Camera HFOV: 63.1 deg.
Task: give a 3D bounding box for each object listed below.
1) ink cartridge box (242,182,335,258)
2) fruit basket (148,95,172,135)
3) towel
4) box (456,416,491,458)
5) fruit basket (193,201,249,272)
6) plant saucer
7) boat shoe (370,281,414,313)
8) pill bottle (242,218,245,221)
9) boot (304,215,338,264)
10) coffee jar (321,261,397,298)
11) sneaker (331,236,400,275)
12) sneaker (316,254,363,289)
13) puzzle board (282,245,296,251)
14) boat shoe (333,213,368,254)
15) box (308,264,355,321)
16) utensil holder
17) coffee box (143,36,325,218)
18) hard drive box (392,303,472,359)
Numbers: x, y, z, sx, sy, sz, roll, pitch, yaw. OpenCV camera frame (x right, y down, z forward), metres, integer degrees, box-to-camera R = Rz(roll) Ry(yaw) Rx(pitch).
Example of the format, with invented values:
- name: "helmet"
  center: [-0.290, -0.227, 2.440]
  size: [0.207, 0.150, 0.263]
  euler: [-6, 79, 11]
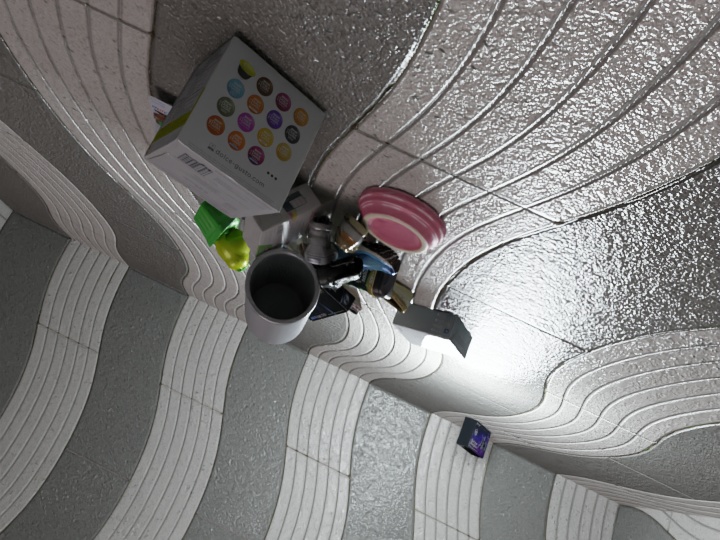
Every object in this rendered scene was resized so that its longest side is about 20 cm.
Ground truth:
- name: "ink cartridge box"
  center: [-0.160, -0.119, 1.309]
  size: [0.068, 0.197, 0.118]
  euler: [53, 149, 15]
- name: "fruit basket"
  center: [-0.379, -0.274, 1.289]
  size: [0.182, 0.096, 0.200]
  euler: [27, 159, -4]
- name: "towel"
  center: [-0.085, 0.019, 1.628]
  size: [0.198, 0.032, 0.192]
  euler: [36, -162, -26]
- name: "box"
  center: [0.580, 0.854, 2.994]
  size: [0.077, 0.144, 0.200]
  euler: [6, 154, 40]
- name: "fruit basket"
  center: [-0.348, -0.110, 1.583]
  size: [0.213, 0.156, 0.217]
  euler: [34, 157, 16]
- name: "plant saucer"
  center: [0.080, -0.095, 1.221]
  size: [0.196, 0.052, 0.201]
  euler: [24, 162, 8]
- name: "boat shoe"
  center: [0.058, 0.049, 1.616]
  size: [0.197, 0.068, 0.074]
  euler: [31, 161, -14]
- name: "pill bottle"
  center: [-0.241, -0.176, 1.327]
  size: [0.113, 0.118, 0.201]
  euler: [20, 161, 15]
- name: "boot"
  center: [-0.082, -0.076, 1.338]
  size: [0.071, 0.099, 0.200]
  euler: [11, -171, 0]
- name: "coffee jar"
  center: [0.000, 0.000, 1.498]
  size: [0.195, 0.107, 0.085]
  euler: [17, 176, 24]
- name: "sneaker"
  center: [0.012, -0.021, 1.420]
  size: [0.196, 0.093, 0.077]
  euler: [20, -162, 35]
- name: "sneaker"
  center: [-0.035, 0.003, 1.328]
  size: [0.101, 0.062, 0.199]
  euler: [-17, 178, 13]
- name: "puzzle board"
  center: [-0.165, -0.006, 1.785]
  size: [0.149, 0.017, 0.201]
  euler: [36, 168, 26]
- name: "boat shoe"
  center: [-0.028, -0.078, 1.306]
  size: [0.075, 0.069, 0.200]
  euler: [42, 180, 0]
- name: "box"
  center: [-0.125, 0.052, 1.496]
  size: [0.160, 0.044, 0.198]
  euler: [43, 150, -18]
- name: "utensil holder"
  center: [-0.190, 0.069, 1.362]
  size: [0.166, 0.173, 0.201]
  euler: [26, 155, -3]
- name: "coffee box"
  center: [-0.216, -0.232, 1.007]
  size: [0.198, 0.202, 0.198]
  euler: [34, 162, -30]
- name: "hard drive box"
  center: [0.214, 0.178, 1.744]
  size: [0.196, 0.078, 0.156]
  euler: [13, 158, 34]
